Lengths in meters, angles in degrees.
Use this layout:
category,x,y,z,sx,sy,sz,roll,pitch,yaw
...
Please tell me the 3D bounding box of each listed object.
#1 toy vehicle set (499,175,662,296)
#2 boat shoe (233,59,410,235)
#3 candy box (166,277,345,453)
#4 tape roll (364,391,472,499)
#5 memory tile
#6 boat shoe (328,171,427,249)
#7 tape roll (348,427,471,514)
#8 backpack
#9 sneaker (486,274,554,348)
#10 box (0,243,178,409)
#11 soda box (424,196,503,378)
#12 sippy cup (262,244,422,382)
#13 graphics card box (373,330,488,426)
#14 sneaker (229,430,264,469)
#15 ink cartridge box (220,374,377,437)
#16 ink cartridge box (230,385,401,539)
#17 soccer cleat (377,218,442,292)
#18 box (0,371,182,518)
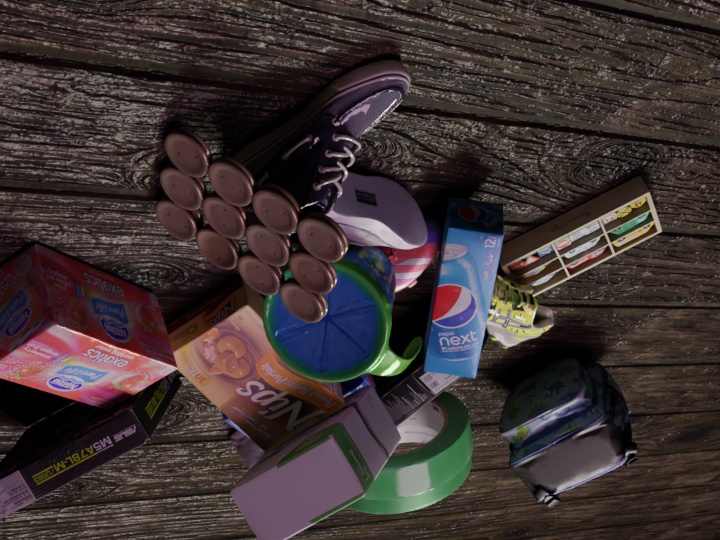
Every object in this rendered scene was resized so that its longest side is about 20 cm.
category,x,y,z,sx,sy,sz,roll,pitch,yaw
toy vehicle set,0.271,-0.037,1.736,0.199,0.027,0.124,-27,152,9
boat shoe,-0.026,-0.108,1.315,0.199,0.093,0.075,-33,151,20
candy box,-0.120,0.111,1.593,0.115,0.055,0.200,-31,128,13
tape roll,0.047,0.225,1.850,0.199,0.201,0.048,-17,116,-11
memory tile,-0.104,-0.040,1.299,0.017,0.199,0.154,-50,167,-36
boat shoe,-0.006,-0.061,1.454,0.065,0.074,0.200,-21,154,32
tape roll,0.051,0.255,1.915,0.199,0.200,0.048,-17,115,-11
backpack,0.303,0.218,2.062,0.182,0.147,0.200,-32,-168,21
sneaker,0.170,0.031,1.708,0.076,0.076,0.200,-17,153,25
box,-0.290,0.062,1.416,0.102,0.095,0.200,-30,152,17
soda box,0.115,0.021,1.584,0.064,0.068,0.201,7,124,0
sippy cup,-0.021,0.029,1.475,0.139,0.179,0.130,-13,-163,19
graphics card box,0.078,0.126,1.788,0.200,0.051,0.126,-42,-172,30
sneaker,-0.106,0.267,1.938,0.070,0.081,0.200,-35,152,19
ink cartridge box,-0.067,0.131,1.731,0.199,0.077,0.136,-28,152,7
ink cartridge box,-0.047,0.226,1.644,0.146,0.085,0.200,-31,-178,19
soccer cleat,0.000,0.000,1.565,0.199,0.067,0.076,-32,139,17
box,-0.307,0.183,1.560,0.199,0.048,0.193,-28,-172,8
